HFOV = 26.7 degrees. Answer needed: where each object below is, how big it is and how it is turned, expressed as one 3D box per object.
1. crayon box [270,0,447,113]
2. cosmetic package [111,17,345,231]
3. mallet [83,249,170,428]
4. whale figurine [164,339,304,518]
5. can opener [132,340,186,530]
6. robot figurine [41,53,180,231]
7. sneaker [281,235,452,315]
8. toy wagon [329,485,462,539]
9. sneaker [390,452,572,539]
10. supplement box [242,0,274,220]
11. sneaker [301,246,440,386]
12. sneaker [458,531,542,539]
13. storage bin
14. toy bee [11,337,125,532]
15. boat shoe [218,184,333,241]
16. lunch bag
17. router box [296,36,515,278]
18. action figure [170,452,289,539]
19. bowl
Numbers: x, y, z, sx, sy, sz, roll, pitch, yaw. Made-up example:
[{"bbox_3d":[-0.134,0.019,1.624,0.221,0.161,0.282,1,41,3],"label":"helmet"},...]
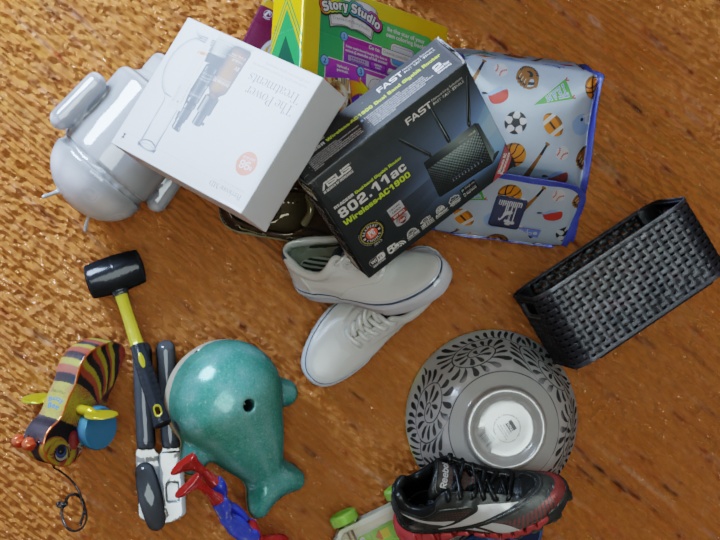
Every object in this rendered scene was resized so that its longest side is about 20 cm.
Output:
[{"bbox_3d":[-0.001,-0.192,1.572,0.199,0.058,0.174,13,74,-39],"label":"crayon box"},{"bbox_3d":[-0.131,-0.145,1.479,0.199,0.052,0.152,28,86,36],"label":"cosmetic package"},{"bbox_3d":[-0.232,0.070,1.628,0.065,0.041,0.201,-25,72,-9],"label":"mallet"},{"bbox_3d":[-0.123,0.171,1.633,0.159,0.103,0.201,-33,105,-25],"label":"whale figurine"},{"bbox_3d":[-0.220,0.179,1.648,0.053,0.067,0.202,-3,92,-6],"label":"can opener"},{"bbox_3d":[-0.250,-0.135,1.614,0.200,0.113,0.170,-49,121,-3],"label":"robot figurine"},{"bbox_3d":[0.000,0.000,1.596,0.198,0.071,0.074,-1,55,33],"label":"sneaker"},{"bbox_3d":[0.020,0.334,1.689,0.199,0.040,0.156,-25,93,-4],"label":"toy wagon"},{"bbox_3d":[0.120,0.237,1.600,0.198,0.071,0.098,-10,135,17],"label":"sneaker"},{"bbox_3d":[-0.098,-0.169,1.604,0.110,0.086,0.201,25,64,-5],"label":"supplement box"},{"bbox_3d":[0.013,0.047,1.656,0.073,0.071,0.200,44,87,-5],"label":"sneaker"},{"bbox_3d":[0.126,0.322,1.646,0.199,0.082,0.074,-31,94,-21],"label":"sneaker"},{"bbox_3d":[0.280,0.013,1.653,0.199,0.135,0.094,-32,94,-5],"label":"storage bin"},{"bbox_3d":[-0.311,0.165,1.608,0.130,0.108,0.202,-17,68,32],"label":"toy bee"},{"bbox_3d":[-0.054,-0.059,1.653,0.200,0.075,0.076,-2,92,-5],"label":"boat shoe"},{"bbox_3d":[0.164,-0.130,1.652,0.168,0.124,0.202,8,104,-5],"label":"lunch bag"},{"bbox_3d":[0.042,-0.110,1.509,0.199,0.062,0.150,-38,133,-4],"label":"router box"},{"bbox_3d":[-0.144,0.292,1.627,0.099,0.065,0.200,-41,119,10],"label":"action figure"},{"bbox_3d":[0.152,0.168,1.669,0.198,0.094,0.203,0,91,-5],"label":"bowl"}]
